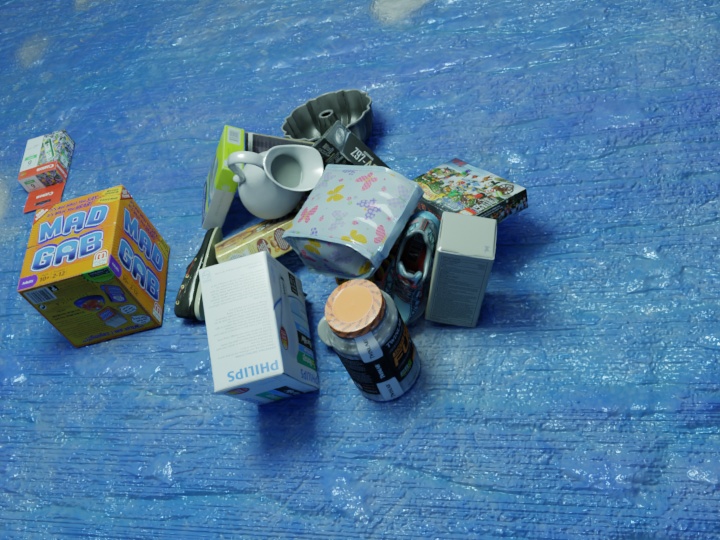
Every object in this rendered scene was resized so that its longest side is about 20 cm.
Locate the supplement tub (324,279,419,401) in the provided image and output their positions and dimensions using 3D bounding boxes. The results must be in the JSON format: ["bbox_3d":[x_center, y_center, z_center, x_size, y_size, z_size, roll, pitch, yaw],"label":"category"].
[{"bbox_3d":[0.018,0.111,1.413,0.120,0.201,0.125,-11,52,14],"label":"supplement tub"}]

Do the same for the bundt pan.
[{"bbox_3d":[-0.059,-0.290,1.804,0.197,0.077,0.204,-15,34,10],"label":"bundt pan"}]

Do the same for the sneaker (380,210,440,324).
[{"bbox_3d":[0.074,0.005,1.449,0.077,0.205,0.096,15,20,6],"label":"sneaker"}]

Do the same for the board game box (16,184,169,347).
[{"bbox_3d":[-0.514,-0.005,1.721,0.195,0.201,0.203,-14,50,12],"label":"board game box"}]

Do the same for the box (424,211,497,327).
[{"bbox_3d":[0.161,0.002,1.423,0.092,0.202,0.079,10,55,3],"label":"box"}]

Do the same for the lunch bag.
[{"bbox_3d":[-0.003,-0.076,1.466,0.197,0.128,0.172,5,56,43],"label":"lunch bag"}]

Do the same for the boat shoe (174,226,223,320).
[{"bbox_3d":[-0.314,0.002,1.716,0.061,0.074,0.205,3,60,14],"label":"boat shoe"}]

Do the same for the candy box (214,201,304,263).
[{"bbox_3d":[-0.179,-0.058,1.674,0.196,0.056,0.115,-26,17,-5],"label":"candy box"}]

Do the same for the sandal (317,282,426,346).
[{"bbox_3d":[0.018,0.070,1.539,0.198,0.084,0.050,-18,7,1],"label":"sandal"}]

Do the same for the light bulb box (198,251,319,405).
[{"bbox_3d":[-0.166,0.103,1.464,0.122,0.198,0.205,-15,73,11],"label":"light bulb box"}]

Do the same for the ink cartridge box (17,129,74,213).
[{"bbox_3d":[-0.755,-0.239,2.094,0.106,0.051,0.203,-13,51,13],"label":"ink cartridge box"}]

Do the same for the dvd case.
[{"bbox_3d":[-0.152,-0.189,1.759,0.196,0.153,0.016,13,21,29],"label":"dvd case"}]

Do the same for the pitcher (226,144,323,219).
[{"bbox_3d":[-0.176,-0.169,1.601,0.168,0.199,0.124,11,76,-21],"label":"pitcher"}]

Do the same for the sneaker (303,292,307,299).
[{"bbox_3d":[-0.194,0.071,1.625,0.196,0.077,0.091,1,73,29],"label":"sneaker"}]

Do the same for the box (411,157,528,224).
[{"bbox_3d":[0.174,-0.127,1.512,0.135,0.038,0.199,-27,33,-21],"label":"box"}]

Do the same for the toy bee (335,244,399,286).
[{"bbox_3d":[0.000,0.000,1.576,0.129,0.112,0.198,-8,13,-34],"label":"toy bee"}]

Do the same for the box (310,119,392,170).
[{"bbox_3d":[-0.026,-0.176,1.602,0.044,0.160,0.200,-52,9,-19],"label":"box"}]

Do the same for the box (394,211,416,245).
[{"bbox_3d":[0.132,-0.089,1.584,0.195,0.084,0.069,2,33,22],"label":"box"}]

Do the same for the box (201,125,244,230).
[{"bbox_3d":[-0.279,-0.175,1.762,0.047,0.201,0.124,11,48,-18],"label":"box"}]
